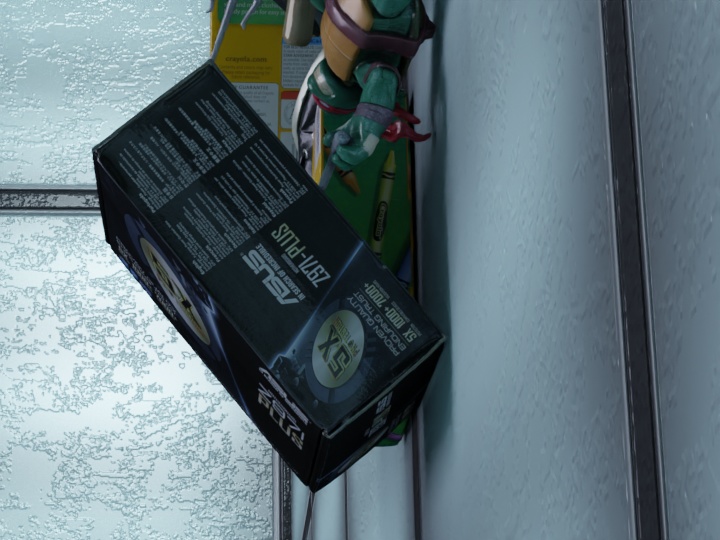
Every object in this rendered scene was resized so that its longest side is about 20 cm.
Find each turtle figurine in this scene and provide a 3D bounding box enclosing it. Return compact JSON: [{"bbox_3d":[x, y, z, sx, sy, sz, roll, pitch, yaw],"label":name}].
[{"bbox_3d":[-0.009,-0.139,1.158,0.150,0.100,0.201,48,139,26],"label":"turtle figurine"}]

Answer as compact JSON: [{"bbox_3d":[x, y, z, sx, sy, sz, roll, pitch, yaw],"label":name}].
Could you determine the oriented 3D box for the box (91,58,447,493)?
[{"bbox_3d":[-0.053,0.009,1.186,0.200,0.086,0.164,50,166,9],"label":"box"}]

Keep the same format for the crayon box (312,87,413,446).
[{"bbox_3d":[0.000,0.000,1.347,0.119,0.058,0.202,102,167,-73],"label":"crayon box"}]

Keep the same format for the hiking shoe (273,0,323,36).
[{"bbox_3d":[-0.003,-0.209,1.424,0.087,0.074,0.200,-43,7,17],"label":"hiking shoe"}]

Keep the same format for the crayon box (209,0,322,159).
[{"bbox_3d":[-0.048,-0.164,1.573,0.052,0.125,0.202,-101,13,-73],"label":"crayon box"}]

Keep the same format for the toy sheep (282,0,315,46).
[{"bbox_3d":[-0.027,-0.229,1.226,0.138,0.137,0.202,-100,20,-69],"label":"toy sheep"}]

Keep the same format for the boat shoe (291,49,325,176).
[{"bbox_3d":[-0.011,-0.064,1.480,0.066,0.074,0.201,47,128,45],"label":"boat shoe"}]
